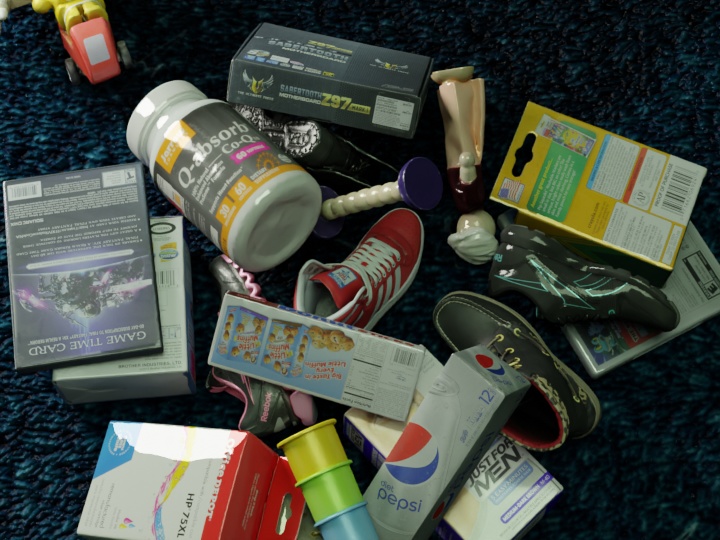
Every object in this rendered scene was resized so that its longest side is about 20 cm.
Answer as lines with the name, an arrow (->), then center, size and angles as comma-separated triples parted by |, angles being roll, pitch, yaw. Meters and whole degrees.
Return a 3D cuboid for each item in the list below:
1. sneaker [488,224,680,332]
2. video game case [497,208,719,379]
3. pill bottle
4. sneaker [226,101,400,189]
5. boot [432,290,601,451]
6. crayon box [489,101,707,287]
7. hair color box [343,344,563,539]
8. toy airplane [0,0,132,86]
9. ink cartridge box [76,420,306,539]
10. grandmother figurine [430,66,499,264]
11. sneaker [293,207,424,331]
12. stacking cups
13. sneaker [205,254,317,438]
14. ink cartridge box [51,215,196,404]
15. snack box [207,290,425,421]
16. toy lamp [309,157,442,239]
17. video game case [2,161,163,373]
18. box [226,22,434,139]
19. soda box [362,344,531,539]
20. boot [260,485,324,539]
sneaker -> 0.222, 0.026, 1.553 | 0.199, 0.075, 0.080 | 24, 82, 14
video game case -> 0.268, -0.011, 1.611 | 0.181, 0.023, 0.201 | -25, 71, -12
pill bottle -> -0.140, -0.099, 1.551 | 0.116, 0.117, 0.200 | -39, 60, -17
sneaker -> -0.058, -0.126, 1.624 | 0.199, 0.104, 0.060 | 19, 85, 44
boot -> 0.139, 0.098, 1.487 | 0.200, 0.150, 0.073 | 43, 105, 10
crayon box -> 0.243, -0.080, 1.598 | 0.198, 0.052, 0.127 | 22, 68, 6
hair color box -> 0.088, 0.183, 1.499 | 0.109, 0.065, 0.200 | -41, 72, -16
toy airplane -> -0.313, -0.315, 1.655 | 0.198, 0.141, 0.201 | 22, 68, 8
ink cartridge box -> -0.152, 0.209, 1.434 | 0.198, 0.067, 0.117 | 0, 64, 27
grandmother figurine -> 0.110, -0.106, 1.591 | 0.060, 0.121, 0.202 | -8, 94, 9
sneaker -> 0.000, 0.000, 1.544 | 0.071, 0.113, 0.201 | 26, 68, 19
stacking cups -> -0.008, 0.236, 1.390 | 0.060, 0.061, 0.201 | -23, 83, -12
sneaker -> -0.119, 0.078, 1.537 | 0.095, 0.079, 0.201 | -26, 68, 0
ink cartridge box -> -0.236, 0.024, 1.547 | 0.135, 0.076, 0.202 | -4, 69, -3
snack box -> -0.042, 0.081, 1.471 | 0.198, 0.024, 0.073 | 16, 99, 3
toy lamp -> -0.004, -0.067, 1.542 | 0.058, 0.199, 0.059 | 8, 76, -37
video game case -> -0.273, -0.005, 1.510 | 0.141, 0.019, 0.202 | -8, 68, -3
box -> -0.028, -0.201, 1.618 | 0.198, 0.051, 0.158 | 13, 23, 3
soda box -> 0.070, 0.167, 1.406 | 0.063, 0.068, 0.201 | 38, 111, 18
boot -> -0.028, 0.269, 1.454 | 0.198, 0.072, 0.156 | -16, 66, -6
